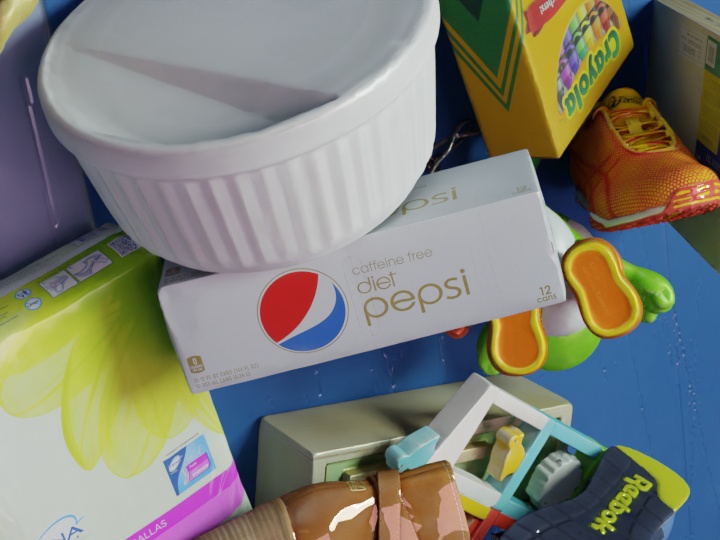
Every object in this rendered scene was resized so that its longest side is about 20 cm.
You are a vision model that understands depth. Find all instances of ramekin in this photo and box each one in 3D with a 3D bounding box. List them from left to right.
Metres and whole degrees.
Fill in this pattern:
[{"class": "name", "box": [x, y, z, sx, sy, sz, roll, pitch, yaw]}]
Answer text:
[{"class": "ramekin", "box": [-0.053, -0.084, 0.842, 0.202, 0.202, 0.095, -33, 133, -22]}]

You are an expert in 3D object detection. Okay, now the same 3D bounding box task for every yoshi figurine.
[{"class": "yoshi figurine", "box": [0.119, 0.024, 1.001, 0.112, 0.200, 0.112, 26, 99, 0]}]

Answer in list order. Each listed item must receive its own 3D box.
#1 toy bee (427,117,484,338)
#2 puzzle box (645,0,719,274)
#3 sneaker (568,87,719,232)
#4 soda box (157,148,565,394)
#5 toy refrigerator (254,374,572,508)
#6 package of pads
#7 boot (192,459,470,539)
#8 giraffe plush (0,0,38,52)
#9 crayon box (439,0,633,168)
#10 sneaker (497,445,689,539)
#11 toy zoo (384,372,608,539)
[{"class": "toy bee", "box": [0.014, -0.001, 0.956, 0.200, 0.109, 0.131, -35, 168, -5]}, {"class": "puzzle box", "box": [0.213, -0.085, 1.031, 0.025, 0.200, 0.134, 1, 109, -7]}, {"class": "sneaker", "box": [0.160, -0.067, 1.008, 0.073, 0.200, 0.078, -11, 103, -8]}, {"class": "soda box", "box": [0.000, 0.000, 0.862, 0.199, 0.068, 0.064, -15, 112, 6]}, {"class": "toy refrigerator", "box": [0.037, 0.123, 1.052, 0.199, 0.070, 0.076, -6, 110, -33]}, {"class": "package of pads", "box": [-0.156, 0.094, 0.905, 0.154, 0.068, 0.201, -31, 121, -25]}, {"class": "boot", "box": [-0.002, 0.206, 0.963, 0.154, 0.074, 0.201, -17, 125, -12]}, {"class": "giraffe plush", "box": [-0.183, -0.166, 0.733, 0.199, 0.162, 0.173, -13, 113, -31]}, {"class": "crayon box", "box": [0.102, -0.156, 0.986, 0.127, 0.051, 0.201, -54, 134, -40]}, {"class": "sneaker", "box": [0.131, 0.178, 1.000, 0.200, 0.074, 0.083, -23, 143, -51]}, {"class": "toy zoo", "box": [0.081, 0.144, 1.037, 0.200, 0.020, 0.132, 29, 95, -42]}]
